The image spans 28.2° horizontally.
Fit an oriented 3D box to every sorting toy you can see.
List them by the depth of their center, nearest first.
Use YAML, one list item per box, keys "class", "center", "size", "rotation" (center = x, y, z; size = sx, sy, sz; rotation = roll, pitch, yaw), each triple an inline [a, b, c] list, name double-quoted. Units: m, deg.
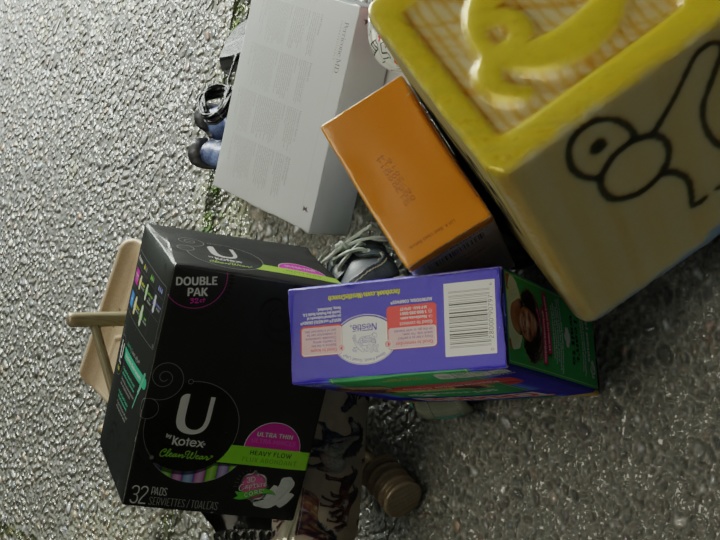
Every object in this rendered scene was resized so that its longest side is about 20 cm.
- class: "sorting toy"
  center: [-0.227, 0.084, 1.582]
  size: [0.200, 0.036, 0.185]
  rotation: [33, 108, 43]

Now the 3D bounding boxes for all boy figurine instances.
- class: "boy figurine"
  center: [-0.097, -0.137, 1.443]
  size: [0.200, 0.064, 0.125]
  rotation: [7, 88, 50]

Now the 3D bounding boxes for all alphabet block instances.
- class: "alphabet block"
  center: [0.154, -0.122, 0.981]
  size: [0.195, 0.200, 0.196]
  rotation: [-36, 51, 1]

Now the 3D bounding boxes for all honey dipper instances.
- class: "honey dipper"
  center: [-0.009, 0.150, 1.306]
  size: [0.200, 0.038, 0.038]
  rotation: [46, 118, 48]

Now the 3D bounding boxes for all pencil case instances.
- class: "pencil case"
  center: [-0.037, 0.154, 1.236]
  size: [0.078, 0.089, 0.200]
  rotation: [-3, 74, 35]

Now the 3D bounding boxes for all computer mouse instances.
- class: "computer mouse"
  center: [-0.121, -0.198, 1.443]
  size: [0.059, 0.034, 0.200]
  rotation: [-15, 33, 24]

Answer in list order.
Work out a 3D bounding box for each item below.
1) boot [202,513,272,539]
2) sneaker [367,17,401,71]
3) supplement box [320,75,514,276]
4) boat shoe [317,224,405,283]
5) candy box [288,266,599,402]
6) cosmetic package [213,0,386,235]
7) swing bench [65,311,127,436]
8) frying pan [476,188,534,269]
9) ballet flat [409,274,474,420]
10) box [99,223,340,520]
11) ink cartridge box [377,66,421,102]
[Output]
- class: "boot"
  center: [-0.128, 0.267, 1.388]
  size: [0.211, 0.079, 0.158]
  rotation: [5, 87, 50]
- class: "sneaker"
  center: [0.058, -0.256, 1.145]
  size: [0.108, 0.067, 0.202]
  rotation: [-15, 60, 62]
- class: "supplement box"
  center: [0.049, -0.053, 1.086]
  size: [0.073, 0.200, 0.126]
  rotation: [-32, 77, 3]
- class: "boat shoe"
  center: [0.000, 0.000, 1.218]
  size: [0.075, 0.200, 0.062]
  rotation: [-30, 92, 8]
- class: "candy box"
  center: [0.067, 0.054, 1.067]
  size: [0.169, 0.200, 0.077]
  rotation: [-6, 79, 27]
- class: "cosmetic package"
  center: [-0.052, -0.148, 1.271]
  size: [0.151, 0.052, 0.200]
  rotation: [29, 110, 47]
- class: "swing bench"
  center: [-0.139, 0.079, 1.351]
  size: [0.199, 0.200, 0.130]
  rotation: [7, 114, 59]
- class: "frying pan"
  center: [0.102, -0.091, 1.169]
  size: [0.115, 0.031, 0.190]
  rotation: [-23, 91, 53]
- class: "ballet flat"
  center: [0.076, 0.027, 1.218]
  size: [0.064, 0.067, 0.200]
  rotation: [-3, 80, 22]
- class: "box"
  center: [-0.114, 0.080, 1.155]
  size: [0.124, 0.148, 0.200]
  rotation: [-139, 60, -65]
- class: "ink cartridge box"
  center: [0.107, -0.222, 1.198]
  size: [0.200, 0.083, 0.147]
  rotation: [2, 85, 50]
